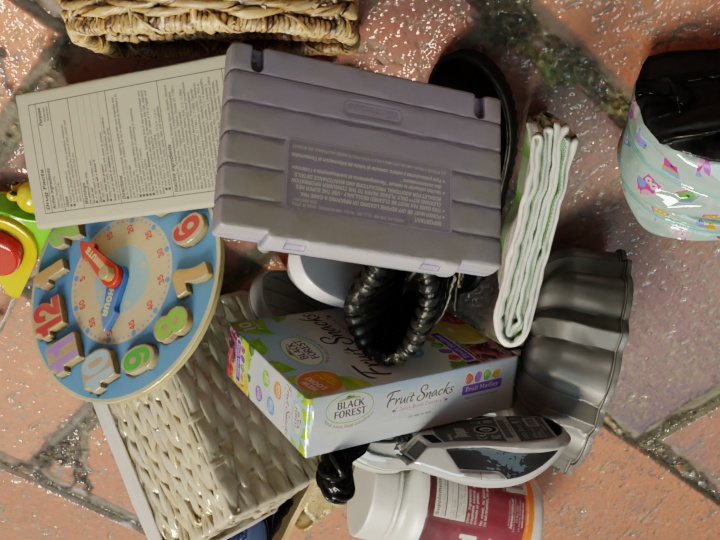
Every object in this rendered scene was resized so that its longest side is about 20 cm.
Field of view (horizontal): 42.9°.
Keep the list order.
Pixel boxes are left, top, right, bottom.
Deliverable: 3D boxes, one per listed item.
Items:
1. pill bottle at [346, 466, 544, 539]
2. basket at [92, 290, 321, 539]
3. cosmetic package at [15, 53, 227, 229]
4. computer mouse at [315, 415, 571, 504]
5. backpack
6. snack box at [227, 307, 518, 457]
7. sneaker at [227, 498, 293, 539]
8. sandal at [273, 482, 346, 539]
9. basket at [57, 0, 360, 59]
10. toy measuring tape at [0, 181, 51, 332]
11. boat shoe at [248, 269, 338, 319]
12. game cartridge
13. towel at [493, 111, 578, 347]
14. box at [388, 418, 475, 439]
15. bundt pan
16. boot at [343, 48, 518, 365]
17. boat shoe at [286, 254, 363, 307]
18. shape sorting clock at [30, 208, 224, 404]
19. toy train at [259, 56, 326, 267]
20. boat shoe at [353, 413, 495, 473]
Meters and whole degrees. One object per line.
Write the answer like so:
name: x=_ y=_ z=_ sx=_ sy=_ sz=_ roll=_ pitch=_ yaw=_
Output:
pill bottle: x=0.092 y=0.263 z=1.013 sx=0.197 sy=0.115 sz=0.115 roll=15 pitch=129 yaw=-13
basket: x=-0.135 y=0.133 z=0.814 sx=0.134 sy=0.203 sz=0.123 roll=-13 pitch=165 yaw=-49
cosmetic package: x=-0.149 y=-0.094 z=0.683 sx=0.196 sy=0.073 sz=0.106 roll=-4 pitch=97 yaw=21
computer mouse: x=0.064 y=0.145 z=0.705 sx=0.196 sy=0.110 sz=0.045 roll=-2 pitch=97 yaw=-1
backpack: x=0.298 y=-0.094 z=0.695 sx=0.196 sy=0.169 sz=0.128 roll=2 pitch=136 yaw=6
snack box: x=0.009 y=0.078 z=0.746 sx=0.197 sy=0.142 sz=0.054 roll=-7 pitch=112 yaw=-31
sneaker: x=-0.105 y=0.251 z=0.953 sx=0.077 sy=0.200 sz=0.071 roll=27 pitch=104 yaw=-20
sandal: x=-0.043 y=0.244 z=1.022 sx=0.068 sy=0.078 sz=0.214 roll=13 pitch=123 yaw=-13
basket: x=-0.097 y=-0.182 z=0.616 sx=0.196 sy=0.144 sz=0.151 roll=0 pitch=130 yaw=-1
toy measuring tape: x=-0.326 y=-0.006 z=0.810 sx=0.073 sy=0.074 sz=0.201 roll=24 pitch=125 yaw=-20
boat shoe: x=-0.042 y=0.066 z=0.858 sx=0.066 sy=0.075 sz=0.199 roll=-23 pitch=140 yaw=33
game cartridge: x=0.002 y=-0.069 z=0.611 sx=0.196 sy=0.132 sz=0.038 roll=8 pitch=168 yaw=-20
towel: x=0.120 y=-0.041 z=0.680 sx=0.030 sy=0.200 sz=0.152 roll=13 pitch=104 yaw=3
box: x=0.024 y=0.126 z=0.859 sx=0.140 sy=0.200 sz=0.037 roll=-2 pitch=91 yaw=-1
bundt pan: x=0.170 y=0.070 z=0.809 sx=0.074 sy=0.203 sz=0.204 roll=16 pitch=130 yaw=2
boot: x=0.054 y=-0.048 z=0.694 sx=0.078 sy=0.157 sz=0.215 roll=12 pitch=116 yaw=29
boat shoe: x=0.000 y=0.000 z=0.778 sx=0.066 sy=0.071 sz=0.198 roll=-24 pitch=171 yaw=38
shape sorting clock: x=-0.195 y=0.007 z=0.746 sx=0.198 sy=0.203 sz=0.039 roll=-29 pitch=153 yaw=22
toy train: x=-0.042 y=-0.074 z=0.766 sx=0.148 sy=0.056 sz=0.202 roll=-14 pitch=129 yaw=10
boat shoe: x=0.077 y=0.168 z=0.949 sx=0.197 sy=0.071 sz=0.072 roll=2 pitch=157 yaw=-13
